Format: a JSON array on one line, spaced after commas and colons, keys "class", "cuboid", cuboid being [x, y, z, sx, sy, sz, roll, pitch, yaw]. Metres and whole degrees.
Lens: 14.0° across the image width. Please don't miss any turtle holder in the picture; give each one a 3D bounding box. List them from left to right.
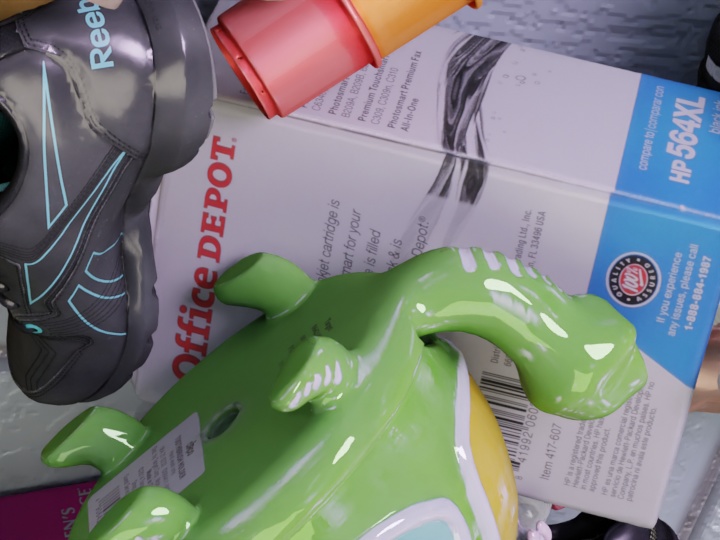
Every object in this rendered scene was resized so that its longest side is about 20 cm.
[{"class": "turtle holder", "cuboid": [-0.005, 0.069, 0.995, 0.132, 0.141, 0.186, 48, 69, -20]}]

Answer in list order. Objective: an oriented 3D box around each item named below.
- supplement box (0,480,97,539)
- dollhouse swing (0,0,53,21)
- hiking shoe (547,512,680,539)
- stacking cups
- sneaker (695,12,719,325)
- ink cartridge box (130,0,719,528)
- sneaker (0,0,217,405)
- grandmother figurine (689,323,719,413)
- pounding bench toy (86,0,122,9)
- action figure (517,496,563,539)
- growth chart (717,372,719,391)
[{"class": "supplement box", "cuboid": [-0.153, 0.164, 1.218, 0.200, 0.101, 0.103, -11, 135, -4]}, {"class": "dollhouse swing", "cuboid": [-0.188, -0.081, 1.014, 0.182, 0.176, 0.200, 32, 132, 13]}, {"class": "hiking shoe", "cuboid": [0.042, 0.148, 1.212, 0.200, 0.076, 0.101, -30, 124, 2]}, {"class": "stacking cups", "cuboid": [0.043, -0.119, 0.969, 0.200, 0.061, 0.061, -34, 135, -6]}, {"class": "sneaker", "cuboid": [0.145, -0.056, 1.102, 0.200, 0.076, 0.088, -43, 122, 15]}, {"class": "ink cartridge box", "cuboid": [0.028, -0.007, 1.054, 0.200, 0.084, 0.146, 15, 129, 5]}, {"class": "sneaker", "cuboid": [-0.108, -0.024, 0.994, 0.079, 0.075, 0.200, -12, 143, -25]}, {"class": "grandmother figurine", "cuboid": [0.091, 0.045, 1.189, 0.200, 0.061, 0.121, -3, 153, -11]}, {"class": "pounding bench toy", "cuboid": [-0.064, -0.179, 0.881, 0.200, 0.124, 0.156, 19, 127, -29]}, {"class": "action figure", "cuboid": [0.014, 0.142, 1.118, 0.200, 0.134, 0.149, -35, 130, -19]}, {"class": "growth chart", "cuboid": [0.182, -0.038, 1.027, 0.145, 0.018, 0.200, -4, 110, -46]}]
